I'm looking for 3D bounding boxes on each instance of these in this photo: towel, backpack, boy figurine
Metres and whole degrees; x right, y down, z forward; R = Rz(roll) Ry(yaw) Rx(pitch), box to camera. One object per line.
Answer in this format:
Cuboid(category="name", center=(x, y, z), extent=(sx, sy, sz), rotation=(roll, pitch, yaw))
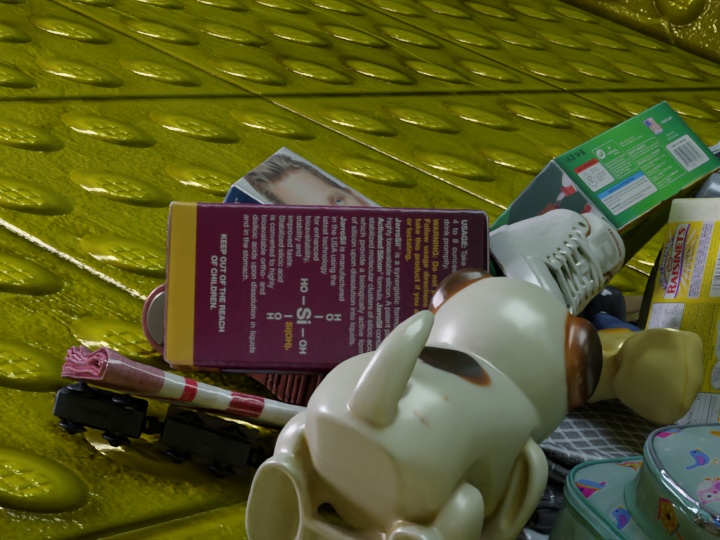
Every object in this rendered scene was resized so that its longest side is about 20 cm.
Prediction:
Cuboid(category="towel", center=(0.142, 0.131, 1.484), extent=(0.199, 0.086, 0.166), rotation=(10, 16, -25))
Cuboid(category="backpack", center=(0.200, 0.168, 1.308), extent=(0.175, 0.154, 0.200), rotation=(-2, 17, -37))
Cuboid(category="boy figurine", center=(0.164, 0.053, 1.521), extent=(0.124, 0.065, 0.200), rotation=(6, 6, -12))
Cuboid(category="towel", center=(-0.077, 0.079, 1.445), extent=(0.199, 0.023, 0.144), rotation=(15, -5, -17))

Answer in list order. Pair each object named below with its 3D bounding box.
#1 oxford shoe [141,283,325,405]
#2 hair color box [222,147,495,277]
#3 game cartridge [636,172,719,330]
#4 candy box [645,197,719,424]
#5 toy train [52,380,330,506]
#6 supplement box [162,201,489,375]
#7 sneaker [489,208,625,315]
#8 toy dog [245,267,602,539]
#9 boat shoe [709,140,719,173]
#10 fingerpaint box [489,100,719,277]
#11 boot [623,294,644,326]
Cuboid(category="oxford shoe", center=(-0.045, 0.050, 1.597), extent=(0.199, 0.071, 0.074), rotation=(22, 10, 12))
Cuboid(category="hair color box", center=(0.000, 0.000, 1.639), extent=(0.199, 0.061, 0.100), rotation=(31, 26, 8))
Cuboid(category="game cartridge", center=(0.281, 0.028, 1.785), extent=(0.133, 0.201, 0.041), rotation=(21, 34, 10))
Cuboid(category="candy box", center=(0.233, 0.049, 1.609), extent=(0.026, 0.201, 0.102), rotation=(17, -9, -29))
Cuboid(category="toy train", center=(-0.089, 0.105, 1.431), extent=(0.199, 0.034, 0.046), rotation=(16, 3, -2))
Cuboid(category="supplement box", center=(-0.023, 0.015, 1.488), extent=(0.199, 0.104, 0.131), rotation=(1, -5, -2))
Cuboid(category="sneaker", center=(0.127, -0.006, 1.505), extent=(0.084, 0.073, 0.200), rotation=(-21, 13, 6))
Cuboid(category="toy dog", center=(0.044, 0.077, 1.319), extent=(0.139, 0.195, 0.200), rotation=(17, 36, 32))
Cuboid(category="boat shoe", center=(0.434, -0.105, 2.645), extent=(0.091, 0.071, 0.200), rotation=(25, 24, 23))
Cuboid(category="fingerpaint box", center=(0.156, -0.028, 1.744), extent=(0.073, 0.167, 0.200), rotation=(48, 34, 10))
Cuboid(category="boot", center=(0.168, 0.019, 1.936), extent=(0.200, 0.066, 0.175), rotation=(28, 19, 39))
